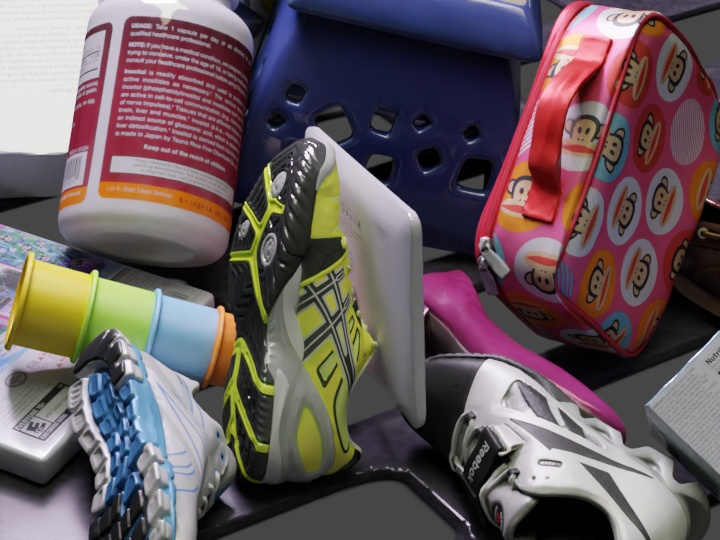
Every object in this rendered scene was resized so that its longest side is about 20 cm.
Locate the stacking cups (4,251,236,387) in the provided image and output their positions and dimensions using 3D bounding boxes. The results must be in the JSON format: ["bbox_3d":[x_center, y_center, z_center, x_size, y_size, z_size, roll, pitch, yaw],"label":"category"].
[{"bbox_3d":[-0.110,0.044,1.230,0.199,0.061,0.061,16,30,-14],"label":"stacking cups"}]

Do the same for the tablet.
[{"bbox_3d":[0.000,0.000,1.228,0.014,0.131,0.200,-8,21,-16],"label":"tablet"}]

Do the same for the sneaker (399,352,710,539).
[{"bbox_3d":[0.090,0.111,1.152,0.200,0.074,0.088,25,36,31],"label":"sneaker"}]

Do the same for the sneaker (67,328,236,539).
[{"bbox_3d":[-0.102,0.117,1.133,0.086,0.075,0.200,22,35,-31],"label":"sneaker"}]

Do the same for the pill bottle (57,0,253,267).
[{"bbox_3d":[-0.130,-0.111,1.349,0.112,0.113,0.201,6,76,3],"label":"pill bottle"}]

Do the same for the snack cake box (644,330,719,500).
[{"bbox_3d":[0.268,0.052,1.149,0.200,0.067,0.115,-44,69,-6],"label":"snack cake box"}]

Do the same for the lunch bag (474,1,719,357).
[{"bbox_3d":[0.147,-0.059,1.272,0.082,0.176,0.201,13,76,33],"label":"lunch bag"}]

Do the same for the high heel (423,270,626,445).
[{"bbox_3d":[0.097,0.048,1.251,0.200,0.068,0.096,25,49,35],"label":"high heel"}]

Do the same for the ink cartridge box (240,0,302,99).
[{"bbox_3d":[-0.031,-0.252,1.592,0.145,0.201,0.145,-14,39,-25],"label":"ink cartridge box"}]

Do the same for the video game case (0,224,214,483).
[{"bbox_3d":[-0.217,0.044,1.273,0.181,0.024,0.200,17,36,20],"label":"video game case"}]

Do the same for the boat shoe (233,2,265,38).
[{"bbox_3d":[-0.125,-0.178,1.511,0.073,0.068,0.199,27,5,-21],"label":"boat shoe"}]

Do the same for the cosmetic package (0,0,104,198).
[{"bbox_3d":[-0.228,-0.156,1.447,0.101,0.071,0.201,-2,67,-10],"label":"cosmetic package"}]

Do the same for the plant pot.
[{"bbox_3d":[0.025,-0.148,1.430,0.199,0.180,0.200,13,31,-4],"label":"plant pot"}]

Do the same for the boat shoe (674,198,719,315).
[{"bbox_3d":[0.206,-0.037,1.388,0.200,0.071,0.070,28,39,34],"label":"boat shoe"}]

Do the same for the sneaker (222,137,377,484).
[{"bbox_3d":[-0.032,0.024,1.194,0.076,0.201,0.075,7,-1,-27],"label":"sneaker"}]
